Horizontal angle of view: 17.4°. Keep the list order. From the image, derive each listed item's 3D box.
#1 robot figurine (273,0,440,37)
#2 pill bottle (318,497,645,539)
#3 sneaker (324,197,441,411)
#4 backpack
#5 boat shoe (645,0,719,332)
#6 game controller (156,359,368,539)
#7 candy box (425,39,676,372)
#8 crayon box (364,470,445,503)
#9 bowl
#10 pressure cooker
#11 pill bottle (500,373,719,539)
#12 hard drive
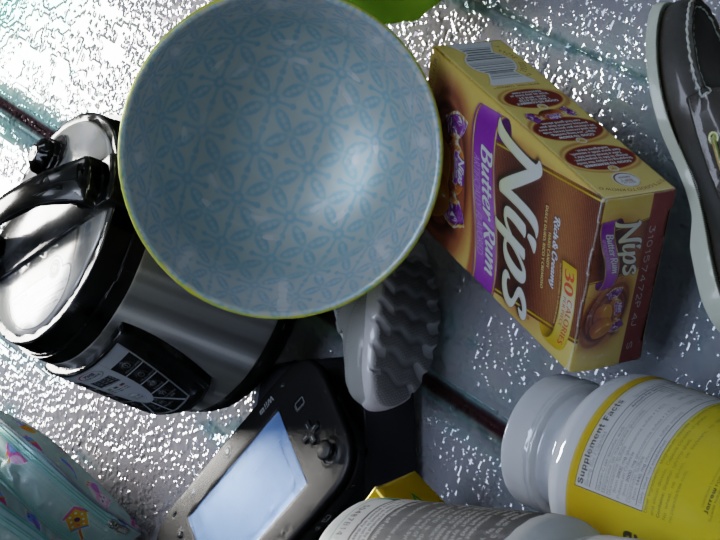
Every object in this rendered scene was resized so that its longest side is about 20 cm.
[{"bbox_3d":[-0.002,-0.229,1.471,0.175,0.200,0.116,-30,61,17],"label":"robot figurine"},{"bbox_3d":[0.073,0.186,1.281,0.199,0.113,0.114,-1,83,45],"label":"pill bottle"},{"bbox_3d":[0.000,0.000,1.524,0.082,0.075,0.201,-17,60,29],"label":"sneaker"},{"bbox_3d":[-0.269,0.182,1.679,0.176,0.200,0.154,33,91,44],"label":"backpack"},{"bbox_3d":[0.214,-0.064,1.330,0.060,0.071,0.203,-21,76,37],"label":"boat shoe"},{"bbox_3d":[-0.068,0.151,1.534,0.200,0.042,0.105,-50,53,27],"label":"game controller"},{"bbox_3d":[0.103,-0.043,1.402,0.200,0.056,0.117,45,136,47],"label":"candy box"},{"bbox_3d":[0.025,0.256,1.442,0.173,0.058,0.200,46,116,19],"label":"crayon box"},{"bbox_3d":[-0.050,-0.078,1.462,0.108,0.199,0.201,-105,32,-80],"label":"bowl"},{"bbox_3d":[-0.157,-0.009,1.576,0.177,0.199,0.179,-60,33,11],"label":"pressure cooker"},{"bbox_3d":[0.176,0.122,1.306,0.199,0.112,0.113,18,97,45],"label":"pill bottle"},{"bbox_3d":[-0.023,0.155,1.547,0.134,0.042,0.202,-7,79,44],"label":"hard drive"}]
